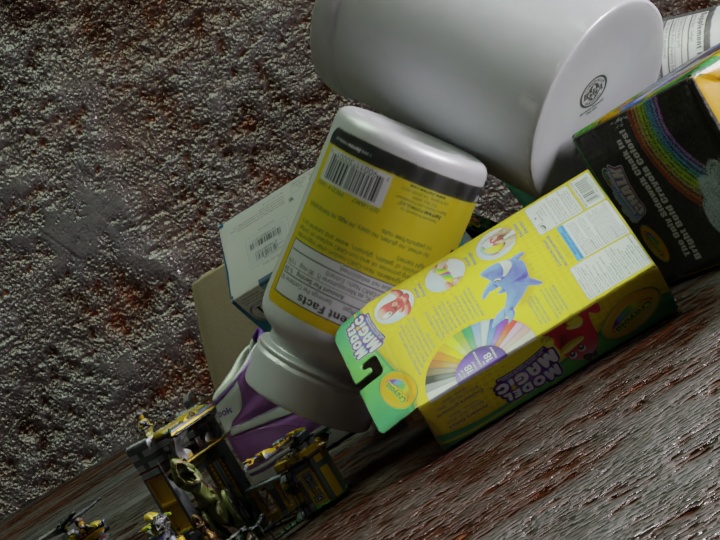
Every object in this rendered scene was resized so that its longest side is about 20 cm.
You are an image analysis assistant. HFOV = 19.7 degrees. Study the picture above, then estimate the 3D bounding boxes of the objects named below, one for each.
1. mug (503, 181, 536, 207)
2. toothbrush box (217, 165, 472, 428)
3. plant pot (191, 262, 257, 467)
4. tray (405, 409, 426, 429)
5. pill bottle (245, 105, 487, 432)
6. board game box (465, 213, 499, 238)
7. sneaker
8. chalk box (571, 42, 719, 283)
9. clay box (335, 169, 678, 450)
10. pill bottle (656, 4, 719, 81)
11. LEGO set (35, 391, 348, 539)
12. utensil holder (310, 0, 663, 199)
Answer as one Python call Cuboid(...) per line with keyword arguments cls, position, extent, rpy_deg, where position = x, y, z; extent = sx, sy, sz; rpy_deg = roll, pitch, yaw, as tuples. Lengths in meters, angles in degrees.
Cuboid(cls="mug", position=(0.195, -0.079, 1.716), extent=(0.184, 0.115, 0.153), rpy_deg=(-27, -40, -15))
Cuboid(cls="toothbrush box", position=(0.009, 0.011, 1.576), extent=(0.146, 0.200, 0.086), rpy_deg=(-30, 45, 17))
Cuboid(cls="plant pot", position=(-0.042, 0.041, 1.973), extent=(0.199, 0.178, 0.200), rpy_deg=(-30, 3, 37))
Cuboid(cls="tray", position=(0.104, 0.049, 1.444), extent=(0.098, 0.037, 0.200), rpy_deg=(-23, 7, 27))
Cuboid(cls="pill bottle", position=(0.000, 0.000, 1.412), extent=(0.114, 0.114, 0.201), rpy_deg=(-42, -25, -80))
Cuboid(cls="board game box", position=(0.098, 0.000, 1.710), extent=(0.104, 0.024, 0.199), rpy_deg=(-32, -29, 27))
Cuboid(cls="sneaker", position=(-0.030, 0.081, 1.722), extent=(0.200, 0.115, 0.073), rpy_deg=(-31, 0, -23))
Cuboid(cls="chalk box", position=(0.240, -0.080, 1.396), extent=(0.124, 0.125, 0.200), rpy_deg=(-32, 3, -25))
Cuboid(cls="clay box", position=(0.088, 0.030, 1.314), extent=(0.199, 0.048, 0.115), rpy_deg=(-32, 39, 4))
Cuboid(cls="pill bottle", position=(0.248, -0.136, 1.541), extent=(0.199, 0.112, 0.111), rpy_deg=(-10, 12, 28))
Cuboid(cls="LEGO set", position=(-0.119, 0.145, 1.367), extent=(0.199, 0.116, 0.154), rpy_deg=(-33, 2, -31))
Cuboid(cls="utensil holder", position=(0.092, -0.162, 1.475), extent=(0.170, 0.199, 0.171), rpy_deg=(-37, -36, -33))
